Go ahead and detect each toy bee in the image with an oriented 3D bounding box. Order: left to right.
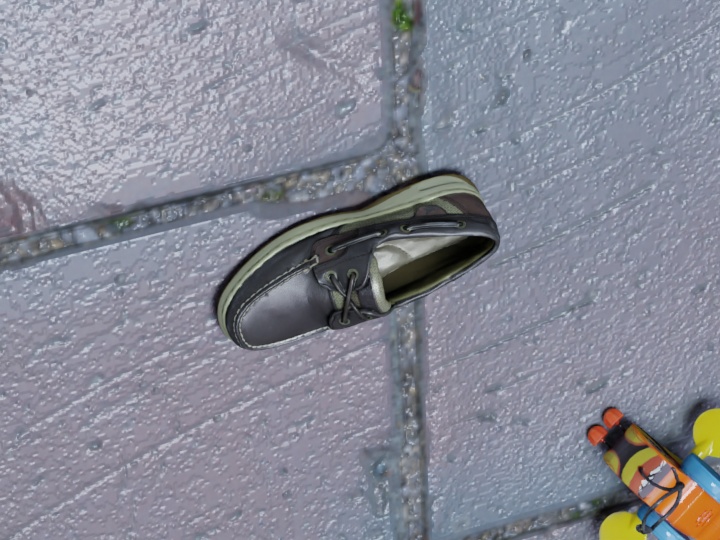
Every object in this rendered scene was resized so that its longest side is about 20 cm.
[{"bbox_3d":[0.225,0.146,2.021,0.131,0.109,0.200,-37,152,-12],"label":"toy bee"}]

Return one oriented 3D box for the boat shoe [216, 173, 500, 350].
[{"bbox_3d":[0.000,0.000,1.834,0.199,0.065,0.074,-29,128,-7],"label":"boat shoe"}]
